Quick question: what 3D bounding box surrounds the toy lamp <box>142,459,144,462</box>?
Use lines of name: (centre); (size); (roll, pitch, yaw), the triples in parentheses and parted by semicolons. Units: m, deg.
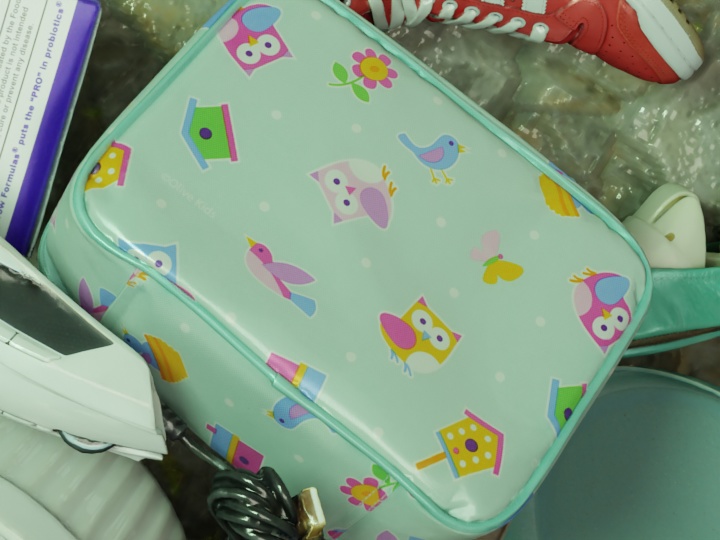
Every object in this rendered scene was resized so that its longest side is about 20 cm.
toy lamp: (-0.087, 0.041, 0.874); (0.058, 0.058, 0.200); (17, 97, -17)

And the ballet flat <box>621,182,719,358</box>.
ballet flat: (0.153, -0.006, 0.915); (0.200, 0.067, 0.071); (-7, 100, -17)

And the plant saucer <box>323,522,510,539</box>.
plant saucer: (-0.008, 0.140, 0.870); (0.032, 0.200, 0.200); (38, 94, 22)

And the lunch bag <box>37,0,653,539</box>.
lunch bag: (0.000, 0.000, 0.776); (0.200, 0.077, 0.160); (39, 56, -4)

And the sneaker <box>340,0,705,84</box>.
sneaker: (0.034, -0.110, 0.854); (0.200, 0.071, 0.113); (37, 89, -11)

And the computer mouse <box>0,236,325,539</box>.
computer mouse: (-0.100, 0.043, 0.734); (0.200, 0.110, 0.044); (39, 72, 2)

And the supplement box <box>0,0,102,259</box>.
supplement box: (-0.207, -0.086, 0.788); (0.200, 0.101, 0.104); (15, 100, -17)

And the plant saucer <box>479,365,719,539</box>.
plant saucer: (0.136, 0.127, 0.896); (0.027, 0.200, 0.200); (-31, 114, -43)

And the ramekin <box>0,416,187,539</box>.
ramekin: (-0.156, 0.131, 0.819); (0.200, 0.105, 0.201); (8, 117, 15)
